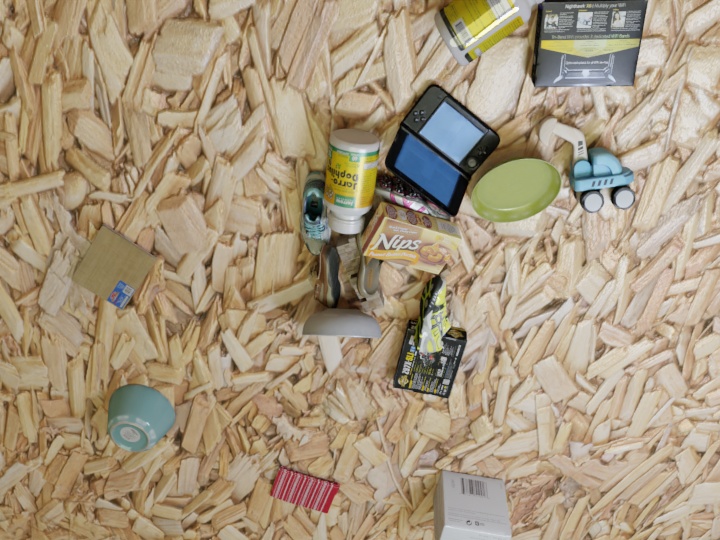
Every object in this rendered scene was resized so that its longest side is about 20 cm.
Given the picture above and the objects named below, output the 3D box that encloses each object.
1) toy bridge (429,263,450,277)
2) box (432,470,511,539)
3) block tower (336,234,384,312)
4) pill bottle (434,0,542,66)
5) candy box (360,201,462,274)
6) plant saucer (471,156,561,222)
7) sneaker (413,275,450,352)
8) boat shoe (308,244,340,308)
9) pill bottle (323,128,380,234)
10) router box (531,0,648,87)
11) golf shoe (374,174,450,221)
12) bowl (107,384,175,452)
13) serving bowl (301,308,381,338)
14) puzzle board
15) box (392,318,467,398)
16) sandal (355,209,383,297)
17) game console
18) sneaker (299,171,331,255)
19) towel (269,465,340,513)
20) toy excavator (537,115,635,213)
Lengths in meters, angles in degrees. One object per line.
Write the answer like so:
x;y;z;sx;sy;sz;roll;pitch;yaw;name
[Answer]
0.133;-0.045;1.591;0.067;0.027;0.200;-33;114;25;toy bridge
0.317;0.711;1.948;0.193;0.202;0.133;9;123;-1;box
0.000;0.000;1.615;0.056;0.054;0.203;-15;119;13;block tower
0.244;-0.485;1.254;0.197;0.113;0.113;-31;115;22;pill bottle
0.111;-0.069;1.488;0.195;0.056;0.116;14;131;-21;candy box
0.333;-0.179;1.454;0.194;0.032;0.202;-4;144;-3;plant saucer
0.182;0.105;1.632;0.074;0.076;0.205;7;116;-9;sneaker
-0.090;0.019;1.604;0.072;0.077;0.203;11;140;10;boat shoe
-0.022;-0.189;1.452;0.109;0.114;0.205;8;117;0;pill bottle
0.436;-0.440;1.301;0.194;0.053;0.161;1;122;4;router box
0.110;-0.143;1.504;0.196;0.073;0.093;22;124;-9;golf shoe
-0.637;0.436;1.914;0.195;0.106;0.205;2;124;3;bowl
-0.045;0.129;1.644;0.194;0.200;0.068;1;83;4;serving bowl
-0.617;-0.006;1.687;0.149;0.018;0.200;33;120;-17;puzzle board
0.178;0.232;1.749;0.155;0.050;0.204;11;123;1;box
0.031;-0.036;1.549;0.053;0.079;0.206;11;101;46;sandal
0.174;-0.249;1.405;0.198;0.120;0.173;33;120;-16;game console
-0.109;-0.116;1.532;0.075;0.087;0.204;3;122;4;sneaker
-0.171;0.676;2.074;0.195;0.023;0.147;18;124;-4;towel
0.474;-0.231;1.419;0.189;0.100;0.205;-6;108;9;toy excavator
